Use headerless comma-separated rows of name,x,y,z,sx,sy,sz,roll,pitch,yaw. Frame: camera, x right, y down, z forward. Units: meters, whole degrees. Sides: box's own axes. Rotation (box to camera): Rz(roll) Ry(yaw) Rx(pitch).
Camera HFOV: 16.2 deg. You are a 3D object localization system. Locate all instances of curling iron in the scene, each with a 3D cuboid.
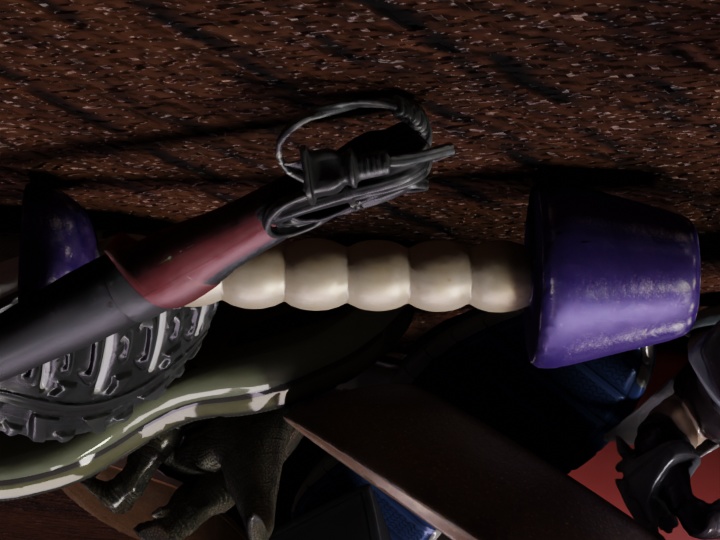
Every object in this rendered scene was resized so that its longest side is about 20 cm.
curling iron,-0.060,-0.002,0.685,0.199,0.026,0.049,-24,164,32

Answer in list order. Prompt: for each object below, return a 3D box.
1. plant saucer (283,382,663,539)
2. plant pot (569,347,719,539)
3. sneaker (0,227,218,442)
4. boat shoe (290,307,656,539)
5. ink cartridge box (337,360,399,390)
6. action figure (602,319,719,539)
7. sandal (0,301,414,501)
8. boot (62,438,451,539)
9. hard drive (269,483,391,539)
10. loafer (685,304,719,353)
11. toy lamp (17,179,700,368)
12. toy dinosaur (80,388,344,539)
plant saucer,0.065,0.092,0.862,0.200,0.037,0.200,33,176,3
plant pot,0.110,0.119,1.123,0.176,0.202,0.200,14,164,-30
sneaker,-0.136,0.012,0.806,0.199,0.079,0.074,-9,131,-28
boat shoe,0.044,0.045,0.968,0.072,0.073,0.200,43,133,-10
ink cartridge box,-0.028,0.142,1.170,0.083,0.202,0.144,-1,172,28
action figure,0.137,0.036,0.835,0.069,0.130,0.200,43,177,11
sandal,-0.081,0.025,0.895,0.200,0.058,0.080,-19,-154,9
boot,-0.048,0.098,1.076,0.199,0.074,0.076,26,144,8
hard drive,-0.032,0.178,0.993,0.134,0.042,0.201,-25,141,-14
loafer,0.228,0.043,1.004,0.198,0.063,0.072,0,171,-5
toy lamp,0.000,0.000,0.747,0.198,0.059,0.058,1,171,-4
toy dinosaur,-0.053,0.057,0.949,0.077,0.102,0.200,42,175,-1
